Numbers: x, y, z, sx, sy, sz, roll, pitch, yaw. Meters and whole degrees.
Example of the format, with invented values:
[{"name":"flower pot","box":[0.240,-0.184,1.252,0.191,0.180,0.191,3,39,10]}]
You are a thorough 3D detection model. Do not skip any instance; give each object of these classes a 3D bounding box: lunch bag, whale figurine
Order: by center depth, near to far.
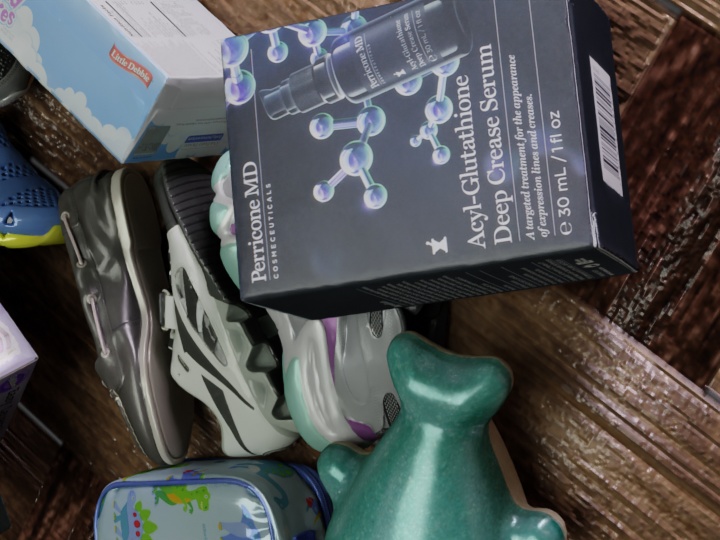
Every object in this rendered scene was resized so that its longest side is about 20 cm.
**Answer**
[{"name":"whale figurine","box":[0.038,0.138,1.007,0.158,0.104,0.201,18,123,23]},{"name":"lunch bag","box":[-0.084,0.223,1.136,0.160,0.082,0.201,-7,93,35]}]

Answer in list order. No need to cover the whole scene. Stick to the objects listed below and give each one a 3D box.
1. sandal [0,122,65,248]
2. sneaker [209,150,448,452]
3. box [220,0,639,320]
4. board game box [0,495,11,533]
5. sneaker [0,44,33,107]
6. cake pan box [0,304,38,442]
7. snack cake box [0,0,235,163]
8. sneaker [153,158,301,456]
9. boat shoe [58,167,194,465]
[{"name":"sandal","box":[-0.274,-0.079,1.227,0.199,0.079,0.087,29,108,26]},{"name":"sneaker","box":[0.000,0.000,1.059,0.139,0.078,0.201,-24,92,32]},{"name":"box","box":[0.038,-0.063,0.958,0.199,0.107,0.149,-9,80,20]},{"name":"board game box","box":[-0.319,0.098,1.215,0.200,0.028,0.136,17,128,48]},{"name":"sneaker","box":[-0.283,-0.203,1.200,0.078,0.077,0.201,-26,82,3]},{"name":"cake pan box","box":[-0.310,0.039,1.230,0.184,0.052,0.200,51,146,12]},{"name":"snack cake box","box":[-0.163,-0.156,1.116,0.200,0.115,0.067,44,118,21]},{"name":"sneaker","box":[-0.100,0.028,1.124,0.088,0.074,0.201,-28,80,31]},{"name":"boat shoe","box":[-0.156,0.033,1.165,0.057,0.067,0.201,-14,82,22]}]
